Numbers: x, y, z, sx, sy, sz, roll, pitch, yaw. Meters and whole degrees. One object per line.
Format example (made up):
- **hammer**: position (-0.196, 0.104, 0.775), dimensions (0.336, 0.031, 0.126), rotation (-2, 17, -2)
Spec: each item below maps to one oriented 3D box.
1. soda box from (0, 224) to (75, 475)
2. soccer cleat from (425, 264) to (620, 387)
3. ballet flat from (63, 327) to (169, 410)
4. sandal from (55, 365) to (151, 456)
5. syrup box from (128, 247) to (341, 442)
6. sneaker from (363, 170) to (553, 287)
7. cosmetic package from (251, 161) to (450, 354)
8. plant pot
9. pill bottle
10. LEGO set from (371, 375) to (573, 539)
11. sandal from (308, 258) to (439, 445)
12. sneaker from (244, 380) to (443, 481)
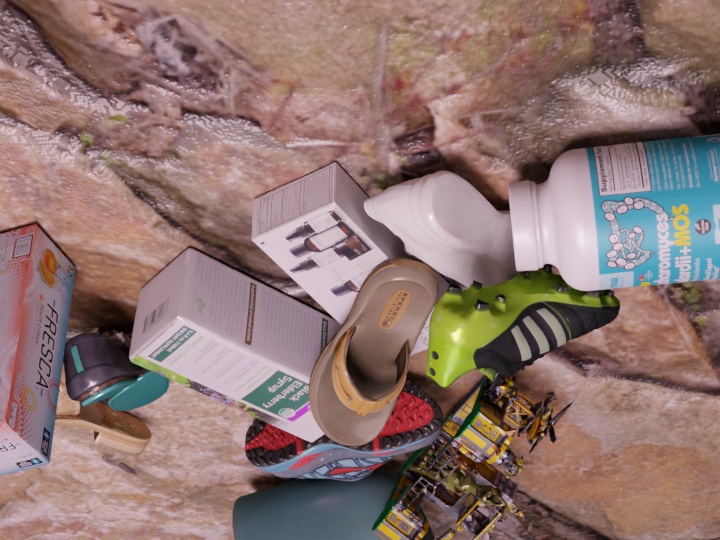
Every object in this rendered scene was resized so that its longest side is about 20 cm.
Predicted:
- **soda box**: position (-0.281, 0.063, 1.212), dimensions (0.064, 0.200, 0.068), rotation (-14, 139, 17)
- **soccer cleat**: position (0.125, 0.045, 1.181), dimensions (0.200, 0.068, 0.081), rotation (-7, 121, -42)
- **ballet flat**: position (-0.216, 0.082, 1.326), dimensions (0.073, 0.073, 0.200), rotation (-5, 174, 6)
- **sandal**: position (-0.275, 0.106, 1.387), dimensions (0.212, 0.078, 0.070), rotation (23, 104, -35)
- **syrup box**: position (-0.093, 0.068, 1.312), dimensions (0.200, 0.081, 0.079), rotation (29, 134, -28)
- **sneaker**: position (0.083, -0.019, 1.229), dimensions (0.088, 0.075, 0.200), rotation (-6, 148, 40)
- **cosmetic package**: position (0.000, 0.000, 1.254), dimensions (0.083, 0.051, 0.200), rotation (-22, 135, 25)
- **plant pot**: position (-0.011, 0.287, 1.493), dimensions (0.161, 0.201, 0.201), rotation (-24, 136, 8)
- **pill bottle**: position (0.215, -0.043, 1.155), dimensions (0.200, 0.111, 0.111), rotation (-6, 140, 7)
- **LEGO set**: position (0.114, 0.194, 1.388), dimensions (0.116, 0.154, 0.200), rotation (37, 109, -2)
- **sandal**: position (0.011, 0.078, 1.247), dimensions (0.080, 0.054, 0.200), rotation (11, 128, -17)
- **sneaker**: position (-0.005, 0.155, 1.434), dimensions (0.200, 0.079, 0.096), rotation (-11, 149, 26)
